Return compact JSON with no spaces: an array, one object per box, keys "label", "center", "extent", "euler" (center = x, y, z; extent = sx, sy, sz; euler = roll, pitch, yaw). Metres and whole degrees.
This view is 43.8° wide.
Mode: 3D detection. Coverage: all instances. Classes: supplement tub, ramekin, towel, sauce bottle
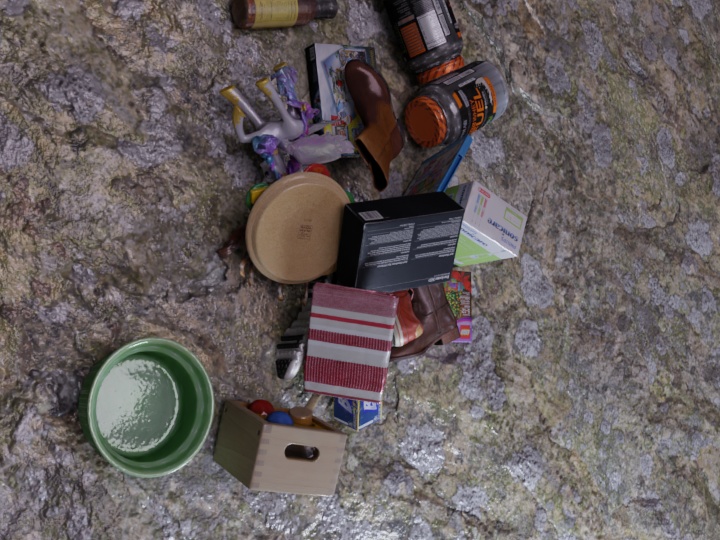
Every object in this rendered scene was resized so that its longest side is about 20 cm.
[{"label":"supplement tub","center":[0.123,-0.472,1.722],"extent":[0.121,0.121,0.204],"euler":[-28,102,-33]},{"label":"ramekin","center":[-0.329,0.205,1.355],"extent":[0.196,0.097,0.206],"euler":[4,82,-34]},{"label":"towel","center":[-0.019,0.121,1.483],"extent":[0.140,0.023,0.204],"euler":[9,114,2]},{"label":"supplement tub","center":[0.187,-0.321,1.750],"extent":[0.198,0.122,0.125],"euler":[-32,103,-32]},{"label":"sauce bottle","center":[-0.131,-0.463,1.583],"extent":[0.197,0.065,0.068],"euler":[-14,93,-37]}]

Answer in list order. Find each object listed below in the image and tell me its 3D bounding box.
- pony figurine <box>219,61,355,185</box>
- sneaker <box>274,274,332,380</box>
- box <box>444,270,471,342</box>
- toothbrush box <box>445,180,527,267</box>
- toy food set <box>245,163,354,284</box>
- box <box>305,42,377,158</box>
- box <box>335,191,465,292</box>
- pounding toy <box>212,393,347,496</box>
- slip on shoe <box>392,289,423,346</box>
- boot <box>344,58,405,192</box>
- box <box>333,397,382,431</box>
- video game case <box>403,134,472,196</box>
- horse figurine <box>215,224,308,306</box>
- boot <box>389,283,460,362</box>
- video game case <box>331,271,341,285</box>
[{"label":"pony figurine","center":[-0.121,-0.237,1.507],"extent":[0.189,0.167,0.203],"euler":[-22,117,3]},{"label":"sneaker","center":[-0.082,0.107,1.556],"extent":[0.081,0.074,0.203],"euler":[42,64,-33]},{"label":"box","center":[0.130,0.066,1.721],"extent":[0.196,0.039,0.141],"euler":[4,83,-34]},{"label":"toothbrush box","center":[0.190,-0.082,1.681],"extent":[0.144,0.198,0.088],"euler":[29,70,-27]},{"label":"toy food set","center":[-0.098,-0.073,1.474],"extent":[0.196,0.049,0.202],"euler":[-12,119,-21]},{"label":"box","center":[-0.027,-0.311,1.652],"extent":[0.134,0.037,0.205],"euler":[-5,88,-35]},{"label":"box","center":[0.065,-0.045,1.501],"extent":[0.196,0.079,0.144],"euler":[-9,123,-28]},{"label":"pounding toy","center":[-0.116,0.266,1.461],"extent":[0.197,0.183,0.146],"euler":[14,90,-32]},{"label":"slip on shoe","center":[0.062,0.040,1.577],"extent":[0.060,0.075,0.203],"euler":[-12,55,-8]},{"label":"boot","center":[0.008,-0.256,1.558],"extent":[0.201,0.067,0.191],"euler":[-65,137,-58]},{"label":"box","center":[-0.003,0.169,1.561],"extent":[0.069,0.063,0.205],"euler":[-17,114,-45]},{"label":"video game case","center":[0.124,-0.157,1.662],"extent":[0.018,0.142,0.202],"euler":[41,56,-16]},{"label":"horse figurine","center":[-0.145,-0.026,1.532],"extent":[0.197,0.050,0.135],"euler":[25,65,-26]},{"label":"boot","center":[0.085,0.052,1.635],"extent":[0.184,0.064,0.205],"euler":[-19,93,-34]},{"label":"video game case","center":[0.000,0.000,1.614],"extent":[0.142,0.019,0.205],"euler":[31,61,-50]}]
